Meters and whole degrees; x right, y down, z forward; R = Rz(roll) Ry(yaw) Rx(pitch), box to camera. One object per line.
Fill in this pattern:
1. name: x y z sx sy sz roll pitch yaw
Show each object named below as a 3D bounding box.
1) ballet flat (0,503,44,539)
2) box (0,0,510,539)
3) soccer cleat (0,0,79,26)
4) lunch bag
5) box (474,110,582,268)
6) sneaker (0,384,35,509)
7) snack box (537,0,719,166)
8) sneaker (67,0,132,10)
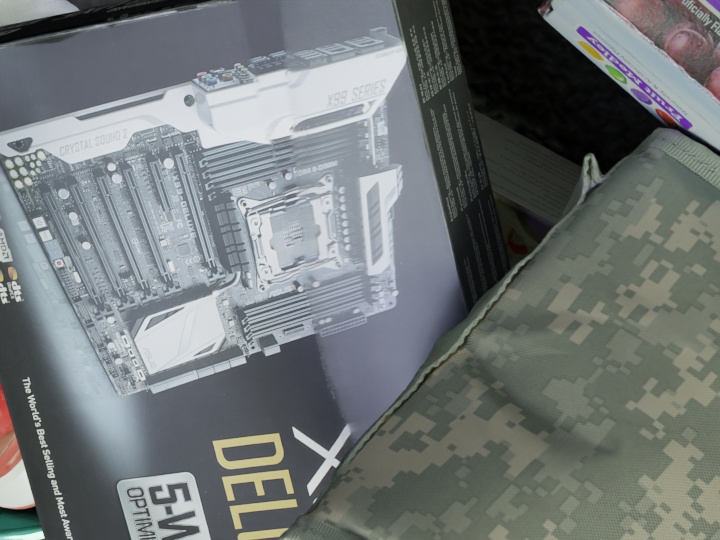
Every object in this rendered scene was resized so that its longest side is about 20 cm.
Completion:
1. ballet flat: -0.044 0.098 0.815 0.198 0.067 0.068 -11 106 2
2. box: -0.033 0.015 0.710 0.156 0.050 0.202 -8 105 22
3. soccer cleat: -0.176 -0.109 0.842 0.199 0.078 0.070 24 127 13
4. lunch bag: 0.096 0.080 0.635 0.200 0.164 0.118 42 162 7
5. box: 0.071 -0.008 0.796 0.199 0.041 0.039 28 130 9
6. sneaker: -0.106 -0.027 0.775 0.078 0.201 0.115 17 170 44
7. snack box: 0.170 -0.063 0.650 0.200 0.142 0.053 41 170 -1
8. sneaker: -0.110 -0.143 0.744 0.200 0.073 0.072 40 111 -4
